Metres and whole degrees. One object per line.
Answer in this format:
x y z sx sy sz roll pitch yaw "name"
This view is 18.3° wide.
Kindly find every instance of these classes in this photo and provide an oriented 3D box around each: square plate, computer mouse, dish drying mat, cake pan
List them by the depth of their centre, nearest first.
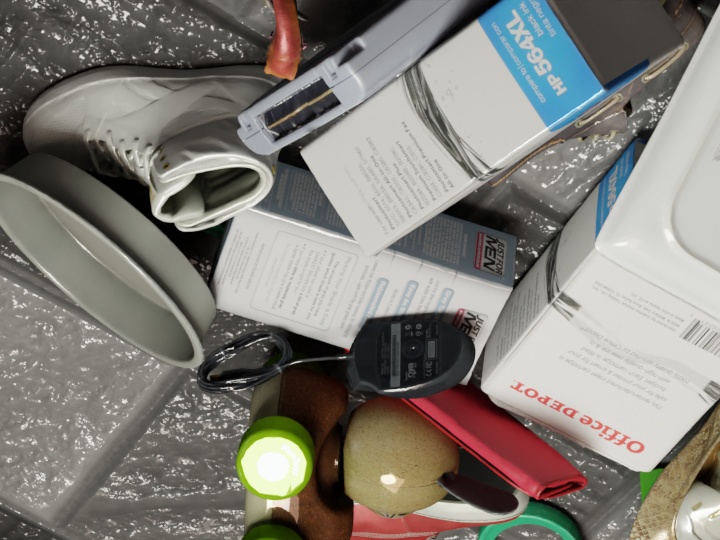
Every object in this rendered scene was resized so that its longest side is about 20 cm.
0.278 -0.055 1.457 0.197 0.028 0.201 29 88 -20 "square plate"
-0.017 0.068 1.560 0.199 0.059 0.034 -3 149 13 "computer mouse"
-0.179 -0.010 1.563 0.200 0.037 0.200 35 162 13 "cake pan"
0.070 0.098 1.592 0.200 0.077 0.018 37 114 27 "dish drying mat"

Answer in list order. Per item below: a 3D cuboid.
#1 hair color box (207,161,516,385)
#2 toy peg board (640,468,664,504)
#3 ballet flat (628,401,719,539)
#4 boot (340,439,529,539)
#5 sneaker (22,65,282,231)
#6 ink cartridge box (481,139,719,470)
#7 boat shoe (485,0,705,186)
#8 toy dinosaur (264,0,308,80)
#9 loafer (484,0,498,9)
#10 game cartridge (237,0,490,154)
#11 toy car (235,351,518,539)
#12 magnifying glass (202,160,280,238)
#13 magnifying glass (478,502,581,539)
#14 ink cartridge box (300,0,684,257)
0.000 0.000 1.573 0.199 0.061 0.099 18 130 -6 "hair color box"
0.308 0.227 1.738 0.199 0.098 0.200 -6 144 13 "toy peg board"
0.264 0.145 1.612 0.070 0.065 0.201 32 89 -30 "ballet flat"
0.042 0.202 1.755 0.199 0.073 0.145 1 130 18 "boot"
-0.147 -0.080 1.518 0.199 0.116 0.074 -7 130 15 "sneaker"
0.197 0.029 1.569 0.145 0.085 0.200 27 128 -14 "ink cartridge box"
0.148 -0.115 1.475 0.073 0.075 0.200 33 127 -19 "boat shoe"
-0.067 -0.203 1.362 0.199 0.182 0.105 25 129 -12 "toy dinosaur"
0.063 -0.222 1.402 0.075 0.068 0.200 -29 120 28 "loafer"
0.006 -0.137 1.400 0.041 0.133 0.200 50 158 -8 "game cartridge"
0.015 0.152 1.613 0.199 0.164 0.159 4 108 2 "toy car"
-0.040 -0.036 1.600 0.199 0.022 0.080 21 129 -12 "magnifying glass"
0.173 0.256 1.804 0.079 0.022 0.200 -33 115 28 "magnifying glass"
0.080 -0.106 1.373 0.200 0.146 0.085 -33 90 31 "ink cartridge box"
